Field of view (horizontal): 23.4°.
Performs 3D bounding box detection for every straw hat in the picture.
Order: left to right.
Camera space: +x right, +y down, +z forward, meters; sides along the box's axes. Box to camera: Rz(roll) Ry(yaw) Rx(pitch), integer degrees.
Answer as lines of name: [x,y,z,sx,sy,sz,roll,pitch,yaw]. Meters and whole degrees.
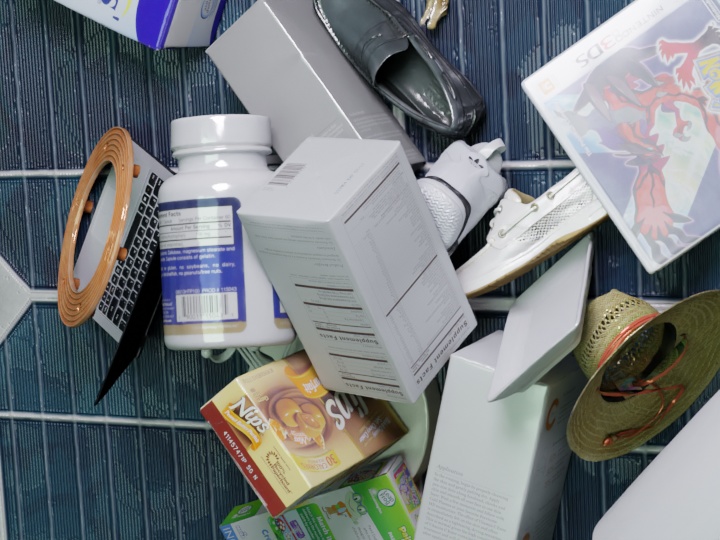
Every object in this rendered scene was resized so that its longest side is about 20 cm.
straw hat: [0.224,0.066,1.483,0.085,0.200,0.202,50,116,32]

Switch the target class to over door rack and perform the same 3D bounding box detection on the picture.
over door rack: [-0.102,0.007,1.650,0.148,0.066,0.201,49,118,35]

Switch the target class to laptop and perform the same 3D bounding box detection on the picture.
laptop: [-0.240,-0.006,1.683,0.200,0.115,0.188,39,115,34]

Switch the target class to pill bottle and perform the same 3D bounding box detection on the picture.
pill bottle: [-0.119,-0.033,1.540,0.119,0.119,0.202,-3,89,25]

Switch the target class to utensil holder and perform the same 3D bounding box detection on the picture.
utensil holder: [0.314,0.203,1.459,0.170,0.170,0.200,46,116,12]

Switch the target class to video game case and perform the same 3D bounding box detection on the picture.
video game case: [0.265,-0.130,1.479,0.182,0.023,0.201,-35,83,8]

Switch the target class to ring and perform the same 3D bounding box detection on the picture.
ring: [-0.255,-0.041,1.703,0.019,0.201,0.202,15,110,-23]

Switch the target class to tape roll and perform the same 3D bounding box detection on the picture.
tape roll: [-0.019,0.135,1.676,0.201,0.037,0.205,4,99,24]

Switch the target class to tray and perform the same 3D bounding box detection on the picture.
tray: [0.162,0.042,1.493,0.022,0.200,0.107,41,115,-8]

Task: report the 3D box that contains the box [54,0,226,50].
box: [-0.217,-0.333,1.657,0.199,0.105,0.185,27,109,19]

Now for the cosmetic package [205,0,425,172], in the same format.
cosmetic package: [-0.040,-0.152,1.602,0.090,0.107,0.201,-42,78,24]

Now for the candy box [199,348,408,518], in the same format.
candy box: [-0.046,0.135,1.556,0.055,0.200,0.116,-39,81,26]

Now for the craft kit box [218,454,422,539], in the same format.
craft kit box: [-0.007,0.294,1.668,0.196,0.049,0.201,-19,104,29]

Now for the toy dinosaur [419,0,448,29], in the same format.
toy dinosaur: [0.055,-0.324,1.569,0.100,0.058,0.202,9,110,8]

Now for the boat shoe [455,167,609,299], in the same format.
boat shoe: [0.149,-0.041,1.554,0.199,0.071,0.070,-33,83,16]

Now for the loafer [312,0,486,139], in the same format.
loafer: [0.030,-0.196,1.581,0.200,0.070,0.068,44,113,13]

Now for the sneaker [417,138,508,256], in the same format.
sneaker: [0.072,-0.044,1.585,0.075,0.115,0.200,42,148,7]

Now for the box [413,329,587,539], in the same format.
box: [0.126,0.171,1.564,0.097,0.124,0.202,17,105,22]

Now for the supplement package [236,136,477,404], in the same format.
supplement package: [0.000,0.000,1.497,0.109,0.114,0.201,7,132,41]
